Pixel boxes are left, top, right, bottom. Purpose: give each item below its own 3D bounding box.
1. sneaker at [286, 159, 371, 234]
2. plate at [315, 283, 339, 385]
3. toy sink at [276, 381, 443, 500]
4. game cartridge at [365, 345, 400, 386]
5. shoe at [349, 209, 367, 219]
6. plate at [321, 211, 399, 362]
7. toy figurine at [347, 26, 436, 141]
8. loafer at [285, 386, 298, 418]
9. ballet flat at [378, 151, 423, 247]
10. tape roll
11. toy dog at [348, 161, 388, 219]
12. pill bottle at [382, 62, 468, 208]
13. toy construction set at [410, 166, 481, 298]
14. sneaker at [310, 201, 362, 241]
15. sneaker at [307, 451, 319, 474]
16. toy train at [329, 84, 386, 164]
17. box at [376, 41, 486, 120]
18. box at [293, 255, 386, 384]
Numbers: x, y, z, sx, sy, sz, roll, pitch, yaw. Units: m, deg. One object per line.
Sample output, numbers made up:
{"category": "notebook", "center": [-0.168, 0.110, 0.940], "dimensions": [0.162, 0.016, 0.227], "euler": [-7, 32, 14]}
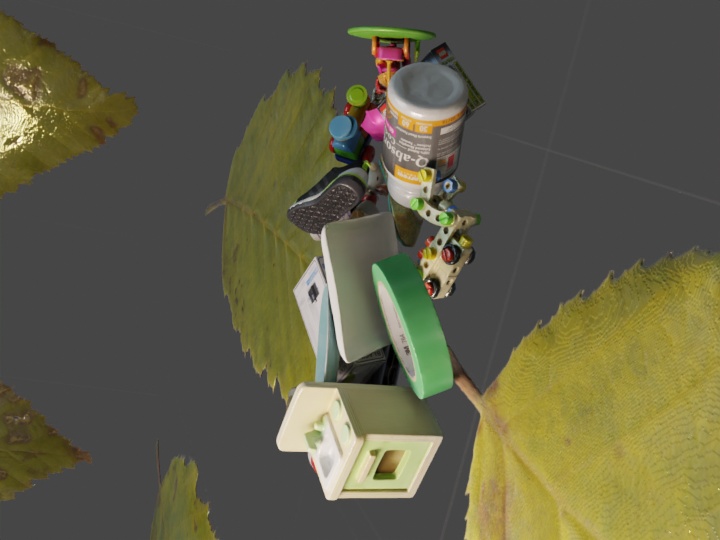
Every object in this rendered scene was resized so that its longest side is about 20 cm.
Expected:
{"category": "sneaker", "center": [-0.045, -0.127, 1.648], "dimensions": [0.199, 0.072, 0.083], "euler": [-24, 33, 45]}
{"category": "plate", "center": [-0.049, 0.121, 1.482], "dimensions": [0.200, 0.025, 0.203], "euler": [-175, 90, -83]}
{"category": "toy sink", "center": [-0.003, 0.248, 1.399], "dimensions": [0.131, 0.198, 0.112], "euler": [-67, 30, 29]}
{"category": "game cartridge", "center": [0.025, 0.158, 1.613], "dimensions": [0.133, 0.040, 0.202], "euler": [-153, 74, -65]}
{"category": "shoe", "center": [0.000, 0.000, 1.552], "dimensions": [0.070, 0.053, 0.202], "euler": [-35, 46, 56]}
{"category": "plate", "center": [0.004, 0.020, 1.456], "dimensions": [0.032, 0.199, 0.202], "euler": [-6, 95, 32]}
{"category": "toy figurine", "center": [0.049, -0.313, 1.667], "dimensions": [0.200, 0.148, 0.186], "euler": [-70, -16, -81]}
{"category": "loafer", "center": [-0.047, 0.233, 1.553], "dimensions": [0.199, 0.075, 0.070], "euler": [-4, 54, 46]}
{"category": "ballet flat", "center": [0.075, -0.129, 1.581], "dimensions": [0.071, 0.070, 0.201], "euler": [120, 150, -43]}
{"category": "tape roll", "center": [0.072, 0.078, 1.370], "dimensions": [0.200, 0.048, 0.202], "euler": [160, 90, -83]}
{"category": "toy dog", "center": [0.008, -0.115, 1.683], "dimensions": [0.097, 0.130, 0.201], "euler": [90, 166, -56]}
{"category": "pill bottle", "center": [0.091, -0.192, 1.423], "dimensions": [0.201, 0.115, 0.117], "euler": [93, 171, -49]}
{"category": "toy construction set", "center": [0.105, -0.037, 1.406], "dimensions": [0.131, 0.091, 0.201], "euler": [50, 140, 33]}
{"category": "sneaker", "center": [-0.027, -0.097, 1.840], "dimensions": [0.200, 0.113, 0.073], "euler": [-42, -68, -80]}
{"category": "sneaker", "center": [-0.038, 0.334, 1.652], "dimensions": [0.201, 0.070, 0.113], "euler": [106, 150, -54]}
{"category": "toy train", "center": [0.005, -0.298, 1.739], "dimensions": [0.116, 0.084, 0.202], "euler": [55, -124, -70]}
{"category": "box", "center": [0.105, -0.254, 1.499], "dimensions": [0.111, 0.035, 0.200], "euler": [55, 152, 1]}
{"category": "box", "center": [-0.037, 0.088, 1.594], "dimensions": [0.117, 0.060, 0.202], "euler": [-51, 53, 51]}
